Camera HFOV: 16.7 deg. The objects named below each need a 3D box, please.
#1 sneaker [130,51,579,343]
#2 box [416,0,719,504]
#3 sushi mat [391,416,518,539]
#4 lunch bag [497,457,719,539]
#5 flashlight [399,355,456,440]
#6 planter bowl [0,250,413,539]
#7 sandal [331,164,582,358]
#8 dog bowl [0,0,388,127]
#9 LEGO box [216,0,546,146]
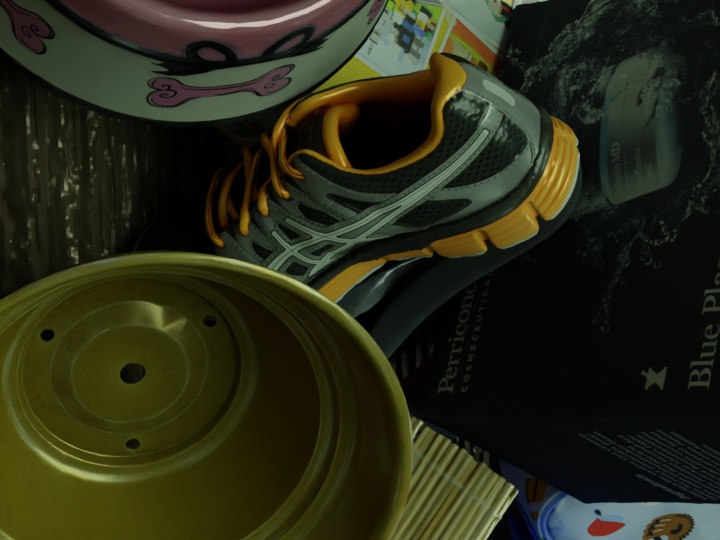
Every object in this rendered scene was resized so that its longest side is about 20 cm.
[{"bbox_3d":[-0.016,-0.034,0.972,0.077,0.200,0.078,43,34,-43],"label":"sneaker"},{"bbox_3d":[0.148,-0.012,1.005,0.117,0.200,0.197,27,69,-38],"label":"box"},{"bbox_3d":[-0.027,0.147,1.002,0.200,0.096,0.012,-56,152,-7],"label":"sushi mat"},{"bbox_3d":[0.154,0.105,1.169,0.160,0.076,0.200,-29,137,6],"label":"lunch bag"},{"bbox_3d":[0.035,0.047,1.115,0.200,0.068,0.068,-33,83,-34],"label":"flashlight"},{"bbox_3d":[-0.085,0.059,0.951,0.200,0.083,0.200,-6,123,-9],"label":"planter bowl"},{"bbox_3d":[0.000,-0.001,1.015,0.200,0.076,0.043,-41,135,15],"label":"sandal"},{"bbox_3d":[-0.066,-0.160,0.932,0.200,0.074,0.200,4,78,-18],"label":"dog bowl"},{"bbox_3d":[0.014,-0.106,1.073,0.200,0.077,0.149,36,68,-40],"label":"LEGO box"}]
